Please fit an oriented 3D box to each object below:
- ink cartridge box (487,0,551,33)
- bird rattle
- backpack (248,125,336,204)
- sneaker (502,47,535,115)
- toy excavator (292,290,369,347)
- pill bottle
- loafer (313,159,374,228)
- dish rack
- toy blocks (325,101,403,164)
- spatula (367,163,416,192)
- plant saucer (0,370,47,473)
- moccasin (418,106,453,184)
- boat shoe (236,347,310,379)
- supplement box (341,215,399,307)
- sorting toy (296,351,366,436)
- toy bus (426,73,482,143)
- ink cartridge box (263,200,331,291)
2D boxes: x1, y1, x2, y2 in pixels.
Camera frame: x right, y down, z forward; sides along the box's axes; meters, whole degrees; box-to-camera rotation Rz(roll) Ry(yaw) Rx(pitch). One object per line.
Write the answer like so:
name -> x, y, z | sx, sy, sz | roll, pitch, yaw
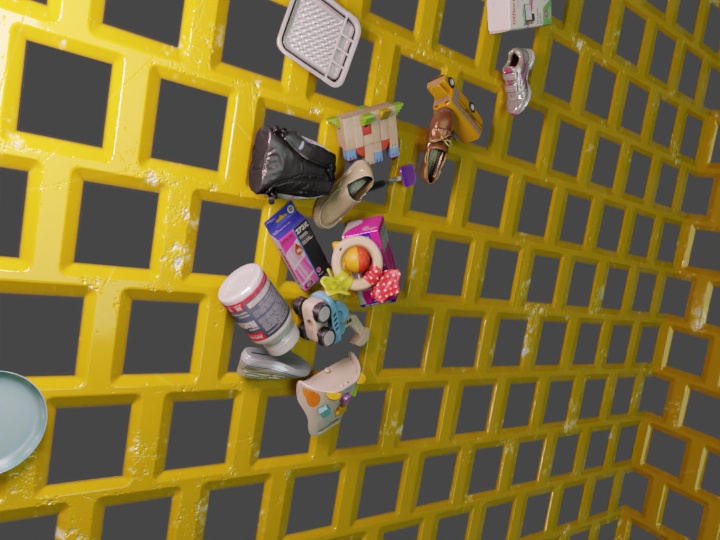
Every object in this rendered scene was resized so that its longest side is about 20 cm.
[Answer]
ink cartridge box -> 0.462, -0.778, 1.774 | 0.196, 0.083, 0.149 | -21, 112, -32
bird rattle -> 0.000, 0.000, 1.478 | 0.193, 0.113, 0.169 | -5, 98, 7
backpack -> -0.151, -0.240, 1.390 | 0.196, 0.126, 0.172 | 3, 110, -39
sneaker -> 0.460, -0.570, 1.828 | 0.086, 0.080, 0.207 | 7, 88, -37
toy excavator -> -0.059, 0.131, 1.573 | 0.198, 0.098, 0.200 | -27, 117, -40
pill bottle -> -0.227, 0.097, 1.409 | 0.120, 0.118, 0.202 | -45, 123, -20
loafer -> -0.040, -0.182, 1.502 | 0.075, 0.068, 0.201 | 35, 96, -36
dish rack -> -0.100, -0.542, 1.413 | 0.197, 0.043, 0.176 | 22, 87, -39
toy blocks -> 0.019, -0.331, 1.531 | 0.195, 0.100, 0.140 | -20, 121, -21
spatula -> 0.077, -0.238, 1.633 | 0.196, 0.020, 0.058 | -22, 101, -30
plant saucer -> -0.695, 0.284, 1.143 | 0.196, 0.027, 0.207 | -10, 106, -36
moccasin -> 0.208, -0.336, 1.650 | 0.072, 0.078, 0.206 | 14, 109, -18
boat shoe -> -0.213, 0.234, 1.495 | 0.196, 0.072, 0.063 | 19, 114, -36
supplement box -> 0.029, -0.023, 1.571 | 0.104, 0.098, 0.205 | -68, 145, -63
sorting toy -> -0.074, 0.343, 1.598 | 0.197, 0.106, 0.184 | -23, 136, -44
toy bus -> 0.260, -0.446, 1.689 | 0.198, 0.064, 0.080 | 36, 58, -38
ink cartridge box -> -0.150, -0.059, 1.489 | 0.094, 0.037, 0.203 | -41, 120, -24
